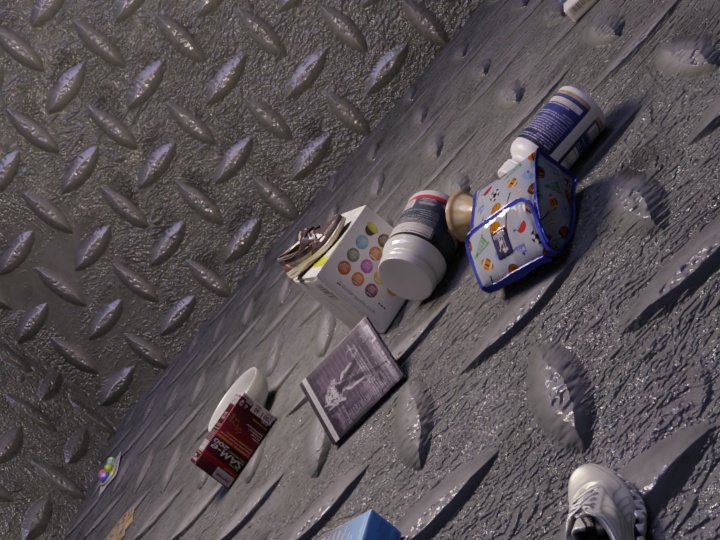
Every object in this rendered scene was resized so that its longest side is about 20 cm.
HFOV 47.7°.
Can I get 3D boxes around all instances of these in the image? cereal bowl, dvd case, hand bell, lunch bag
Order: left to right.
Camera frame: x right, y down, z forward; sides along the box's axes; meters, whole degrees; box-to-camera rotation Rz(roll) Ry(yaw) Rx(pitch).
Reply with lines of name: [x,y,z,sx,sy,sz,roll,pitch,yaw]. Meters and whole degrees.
cereal bowl: [-0.305,0.358,2.122,0.200,0.083,0.201,-46,15,16]
dvd case: [-0.018,0.211,1.557,0.200,0.016,0.150,-46,57,16]
hand bell: [0.271,-0.120,1.583,0.198,0.104,0.105,-9,42,50]
lunch bag: [0.268,-0.076,1.375,0.169,0.123,0.203,-35,34,46]

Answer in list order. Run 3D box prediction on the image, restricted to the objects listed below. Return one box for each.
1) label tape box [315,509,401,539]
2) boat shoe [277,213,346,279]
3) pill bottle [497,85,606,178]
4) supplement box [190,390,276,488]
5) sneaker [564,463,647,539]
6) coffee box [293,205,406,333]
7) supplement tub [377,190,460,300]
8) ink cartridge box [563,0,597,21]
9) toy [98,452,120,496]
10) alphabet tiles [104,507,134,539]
label tape box: [-0.039,0.443,1.145,0.200,0.066,0.144,-43,16,38]
boat shoe: [-0.110,-0.060,1.783,0.200,0.065,0.072,-42,15,32]
pill bottle: [0.346,-0.228,1.492,0.200,0.111,0.111,-48,14,-4]
supplement box: [-0.304,0.404,1.956,0.202,0.108,0.061,-56,16,-16]
sneaker: [0.230,0.245,0.778,0.075,0.081,0.201,-47,13,18]
coffee box: [0.000,0.000,1.833,0.199,0.199,0.200,-54,14,-14]
supplement tub: [0.129,-0.054,1.690,0.140,0.140,0.202,-31,24,52]
ink cartridge box: [0.605,-0.752,2.135,0.162,0.057,0.202,-42,22,32]
toy: [-1.020,0.808,3.275,0.116,0.047,0.200,-51,14,4]
alphabet tiles: [-0.766,0.833,2.521,0.201,0.006,0.166,-52,14,-1]
